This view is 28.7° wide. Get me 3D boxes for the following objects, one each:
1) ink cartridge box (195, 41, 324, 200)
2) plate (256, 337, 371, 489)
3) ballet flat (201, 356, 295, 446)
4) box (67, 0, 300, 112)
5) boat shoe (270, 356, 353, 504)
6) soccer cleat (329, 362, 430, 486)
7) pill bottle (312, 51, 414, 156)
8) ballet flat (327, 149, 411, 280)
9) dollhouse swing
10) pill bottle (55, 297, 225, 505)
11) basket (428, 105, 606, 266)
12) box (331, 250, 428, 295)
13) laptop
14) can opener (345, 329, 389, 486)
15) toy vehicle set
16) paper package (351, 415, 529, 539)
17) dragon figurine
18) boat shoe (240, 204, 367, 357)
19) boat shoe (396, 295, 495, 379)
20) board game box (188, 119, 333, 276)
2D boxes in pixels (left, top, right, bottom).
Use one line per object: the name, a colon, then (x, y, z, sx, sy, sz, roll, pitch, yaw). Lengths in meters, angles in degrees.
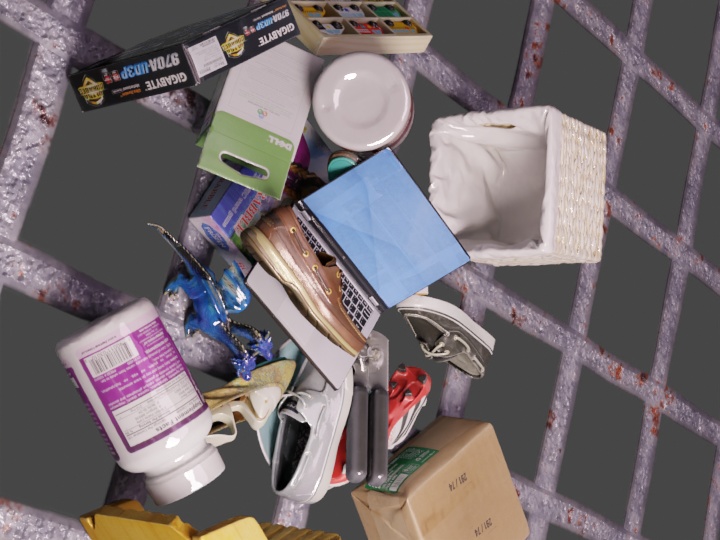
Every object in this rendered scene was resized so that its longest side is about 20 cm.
ink cartridge box: (-0.121, -0.171, 1.609, 0.104, 0.059, 0.200, 23, 62, -16)
plate: (-0.061, 0.171, 1.726, 0.200, 0.026, 0.200, 1, 89, -47)
ballet flat: (-0.145, 0.158, 1.585, 0.200, 0.071, 0.071, -19, 102, -34)
box: (-0.187, -0.226, 1.479, 0.159, 0.200, 0.046, -35, 111, -43)
boat shoe: (-0.062, 0.172, 1.656, 0.071, 0.070, 0.201, 20, 76, -48)
soccer cleat: (0.020, 0.202, 1.748, 0.200, 0.069, 0.085, -48, 152, -27)
pill bottle: (0.008, -0.195, 1.685, 0.200, 0.114, 0.114, -25, 112, -86)
ballet flat: (0.018, -0.076, 1.680, 0.200, 0.068, 0.068, 64, 36, -33)
dollhouse swing: (-0.146, 0.276, 1.502, 0.176, 0.200, 0.182, -45, 119, -37)
pill bottle: (-0.223, 0.138, 1.462, 0.112, 0.112, 0.200, -33, 98, -42)
basket: (0.213, -0.109, 1.907, 0.161, 0.198, 0.200, 8, 82, -50)
box: (0.023, -0.030, 1.752, 0.200, 0.041, 0.119, 2, 87, -45)
laptop: (0.000, 0.000, 1.614, 0.187, 0.116, 0.200, 52, 50, -28)
can opener: (0.003, 0.165, 1.697, 0.053, 0.067, 0.200, 12, 62, -20)
toy vehicle set: (-0.018, -0.312, 1.728, 0.200, 0.124, 0.027, -11, 140, -47)
paper package: (0.108, 0.317, 1.844, 0.200, 0.103, 0.191, -35, 112, -41)
dragon figurine: (-0.162, 0.026, 1.569, 0.059, 0.099, 0.200, -34, 113, -42)
boat shoe: (-0.048, 0.013, 1.547, 0.068, 0.072, 0.200, -42, 116, -9)
boat shoe: (0.114, 0.089, 1.882, 0.200, 0.071, 0.064, 33, 64, -43)
board game box: (-0.089, -0.070, 1.692, 0.200, 0.041, 0.200, 50, 54, -33)
